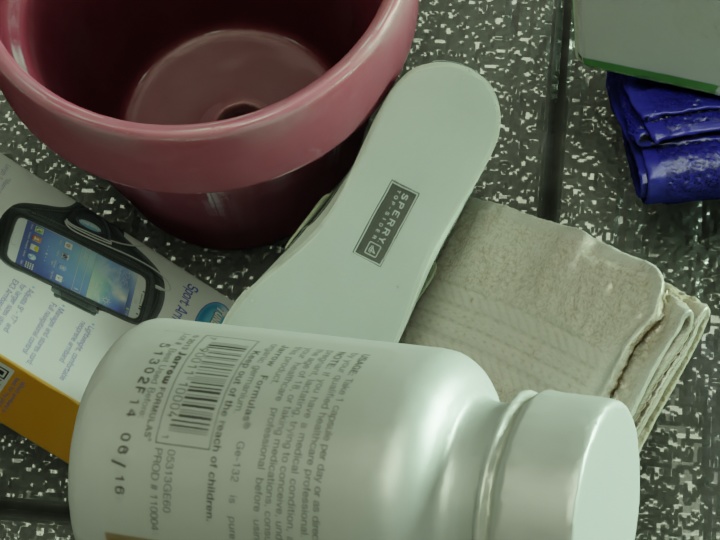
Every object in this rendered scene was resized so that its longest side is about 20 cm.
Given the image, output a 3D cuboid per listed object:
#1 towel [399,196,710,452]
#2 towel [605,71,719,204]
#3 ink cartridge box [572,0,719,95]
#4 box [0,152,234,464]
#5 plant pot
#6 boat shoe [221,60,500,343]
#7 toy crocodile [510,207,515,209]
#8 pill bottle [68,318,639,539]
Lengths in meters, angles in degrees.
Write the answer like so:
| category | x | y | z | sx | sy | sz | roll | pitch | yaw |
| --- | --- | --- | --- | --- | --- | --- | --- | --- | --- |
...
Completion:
| category | x | y | z | sx | sy | sz | roll | pitch | yaw |
| --- | --- | --- | --- | --- | --- | --- | --- | --- | --- |
| towel | 0.054 | 0.039 | 0.830 | 0.200 | 0.034 | 0.133 | 22 | 81 | 52 |
| towel | 0.221 | -0.085 | 0.897 | 0.200 | 0.050 | 0.148 | -4 | 28 | 2 |
| ink cartridge box | 0.213 | -0.159 | 0.890 | 0.147 | 0.083 | 0.200 | 16 | 38 | 35 |
| box | -0.132 | 0.025 | 0.855 | 0.200 | 0.041 | 0.119 | 35 | 35 | -10 |
| plant pot | -0.070 | -0.104 | 0.895 | 0.200 | 0.179 | 0.200 | -2 | 64 | 3 |
| boat shoe | 0.000 | 0.000 | 0.844 | 0.071 | 0.064 | 0.200 | 34 | 85 | 4 |
| toy crocodile | 0.084 | 0.062 | 0.870 | 0.067 | 0.062 | 0.200 | -35 | 55 | 27 |
| pill bottle | -0.001 | 0.083 | 0.724 | 0.200 | 0.114 | 0.114 | 5 | 64 | 23 |
